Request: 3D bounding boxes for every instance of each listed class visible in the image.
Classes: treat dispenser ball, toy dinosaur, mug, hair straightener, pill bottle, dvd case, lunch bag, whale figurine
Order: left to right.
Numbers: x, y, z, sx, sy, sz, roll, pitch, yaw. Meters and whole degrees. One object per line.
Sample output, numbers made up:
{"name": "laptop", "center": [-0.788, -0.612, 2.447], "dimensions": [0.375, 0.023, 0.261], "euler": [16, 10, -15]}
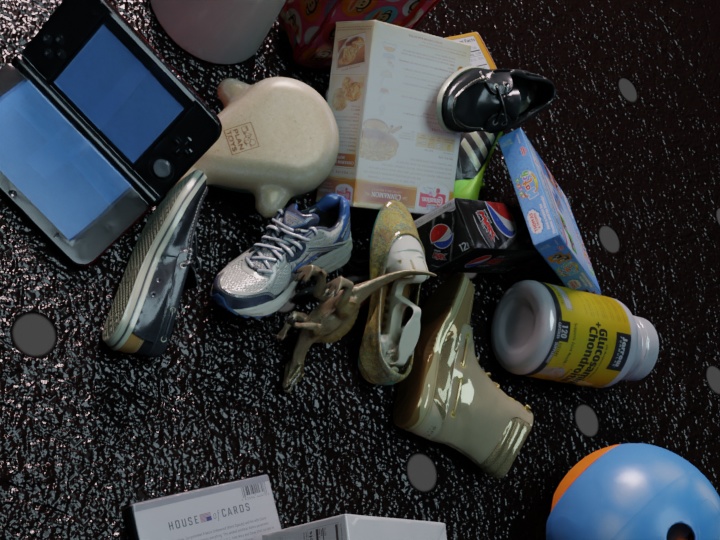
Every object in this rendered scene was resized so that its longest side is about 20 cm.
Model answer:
{"name": "dvd case", "center": [-0.127, 0.302, 1.034], "dimensions": [0.149, 0.025, 0.202], "euler": [-5, 72, -37]}
{"name": "mug", "center": [-0.135, -0.348, 1.241], "dimensions": [0.148, 0.153, 0.189], "euler": [21, 58, -26]}
{"name": "whale figurine", "center": [-0.122, -0.126, 1.202], "dimensions": [0.198, 0.104, 0.161], "euler": [-19, 80, -15]}
{"name": "toy dinosaur", "center": [-0.024, 0.035, 1.155], "dimensions": [0.058, 0.200, 0.101], "euler": [48, -2, 38]}
{"name": "hair straightener", "center": [0.000, 0.000, 1.249], "dimensions": [0.199, 0.041, 0.078], "euler": [-24, 84, -35]}
{"name": "lunch bag", "center": [0.016, -0.319, 1.308], "dimensions": [0.175, 0.200, 0.083], "euler": [-9, 69, -37]}
{"name": "pill bottle", "center": [0.264, 0.082, 1.358], "dimensions": [0.198, 0.112, 0.113], "euler": [11, 63, -31]}
{"name": "treat dispenser ball", "center": [0.304, 0.293, 1.232], "dimensions": [0.199, 0.200, 0.203], "euler": [15, 61, -29]}

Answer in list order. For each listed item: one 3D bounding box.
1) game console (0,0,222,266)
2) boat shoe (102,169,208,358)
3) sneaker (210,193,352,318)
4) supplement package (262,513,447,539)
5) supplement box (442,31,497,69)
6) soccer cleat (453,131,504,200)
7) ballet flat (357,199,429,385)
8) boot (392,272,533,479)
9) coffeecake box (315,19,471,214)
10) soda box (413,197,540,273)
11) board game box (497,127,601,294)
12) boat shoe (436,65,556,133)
{"name": "game console", "center": [-0.265, -0.141, 1.078], "dimensions": [0.200, 0.172, 0.119], "euler": [46, 24, -8]}
{"name": "boat shoe", "center": [-0.188, -0.006, 1.097], "dimensions": [0.062, 0.074, 0.202], "euler": [29, 64, -24]}
{"name": "sneaker", "center": [-0.081, -0.026, 1.163], "dimensions": [0.077, 0.086, 0.200], "euler": [32, 43, 21]}
{"name": "supplement package", "center": [0.005, 0.339, 1.032], "dimensions": [0.155, 0.110, 0.202], "euler": [19, 58, -48]}
{"name": "supplement box", "center": [0.079, -0.245, 1.405], "dimensions": [0.199, 0.066, 0.069], "euler": [-17, 77, -40]}
{"name": "soccer cleat", "center": [0.130, -0.164, 1.382], "dimensions": [0.080, 0.067, 0.202], "euler": [21, 76, -18]}
{"name": "ballet flat", "center": [0.043, 0.025, 1.212], "dimensions": [0.070, 0.070, 0.203], "euler": [11, 86, -31]}
{"name": "boot", "center": [0.130, 0.118, 1.270], "dimensions": [0.155, 0.073, 0.202], "euler": [31, 56, -20]}
{"name": "coffeecake box", "center": [0.039, -0.169, 1.274], "dimensions": [0.152, 0.073, 0.203], "euler": [4, 95, -41]}
{"name": "soda box", "center": [0.143, -0.038, 1.313], "dimensions": [0.199, 0.070, 0.064], "euler": [0, 65, -57]}
{"name": "board game box", "center": [0.234, -0.063, 1.373], "dimensions": [0.200, 0.036, 0.153], "euler": [39, 32, -56]}
{"name": "boat shoe", "center": [0.163, -0.196, 1.294], "dimensions": [0.198, 0.066, 0.076], "euler": [-13, 110, -51]}
